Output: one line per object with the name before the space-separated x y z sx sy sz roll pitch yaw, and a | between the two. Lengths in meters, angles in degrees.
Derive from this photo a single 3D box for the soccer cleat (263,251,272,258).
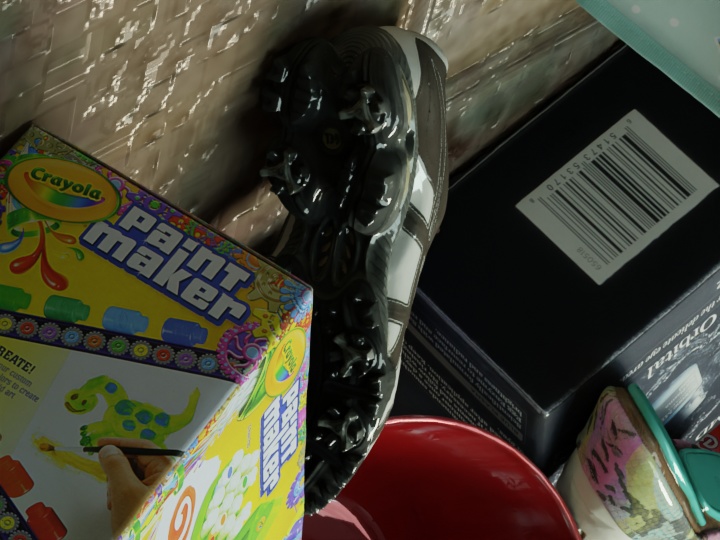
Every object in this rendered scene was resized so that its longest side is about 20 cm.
soccer cleat | -0.061 0.058 1.150 0.200 0.068 0.073 -45 -179 -11

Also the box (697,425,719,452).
box | 0.208 0.166 1.733 0.199 0.100 0.096 -28 152 -35

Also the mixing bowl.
mixing bowl | -0.007 0.155 1.205 0.199 0.108 0.202 -4 98 -28

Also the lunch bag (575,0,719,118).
lunch bag | 0.204 -0.122 1.076 0.171 0.200 0.122 -49 177 24

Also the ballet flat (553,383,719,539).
ballet flat | 0.125 0.101 1.238 0.071 0.069 0.200 -28 161 12

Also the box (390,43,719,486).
box | 0.115 0.014 1.298 0.196 0.117 0.200 -39 158 -17

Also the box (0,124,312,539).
box | -0.118 0.097 0.966 0.193 0.122 0.200 -51 162 -28

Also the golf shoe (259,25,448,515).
golf shoe | 0.000 0.000 1.083 0.094 0.077 0.201 -29 137 -57
